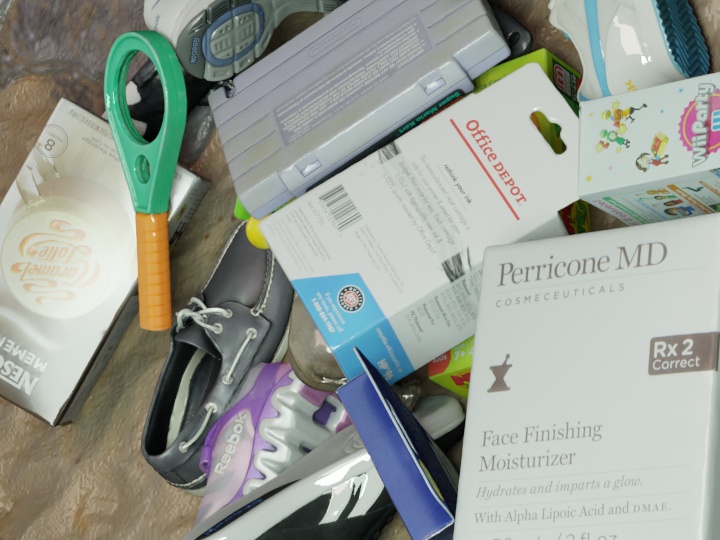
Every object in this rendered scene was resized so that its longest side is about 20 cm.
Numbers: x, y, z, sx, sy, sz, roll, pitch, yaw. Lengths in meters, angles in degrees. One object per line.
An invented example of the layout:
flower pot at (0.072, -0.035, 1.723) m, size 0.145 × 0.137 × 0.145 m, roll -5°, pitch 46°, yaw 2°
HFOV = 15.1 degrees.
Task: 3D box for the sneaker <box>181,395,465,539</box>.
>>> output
sneaker at (-0.006, 0.169, 1.704) m, size 0.199 × 0.112 × 0.073 m, roll -29°, pitch 13°, yaw -11°

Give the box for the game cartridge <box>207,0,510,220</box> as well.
game cartridge at (-0.002, -0.124, 1.765) m, size 0.199 × 0.038 × 0.130 m, roll -33°, pitch 42°, yaw 11°

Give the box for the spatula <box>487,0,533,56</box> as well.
spatula at (0.069, -0.180, 1.802) m, size 0.057 × 0.020 × 0.200 m, roll -53°, pitch 30°, yaw 8°

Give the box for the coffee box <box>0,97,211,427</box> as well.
coffee box at (-0.204, -0.005, 1.891) m, size 0.114 × 0.080 × 0.201 m, roll 29°, pitch 91°, yaw 3°

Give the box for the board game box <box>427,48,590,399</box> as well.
board game box at (0.092, -0.030, 1.719) m, size 0.101 × 0.048 × 0.201 m, roll -19°, pitch 60°, yaw 32°

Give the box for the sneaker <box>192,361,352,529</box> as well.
sneaker at (-0.074, 0.143, 1.763) m, size 0.088 × 0.080 × 0.201 m, roll 17°, pitch 77°, yaw 48°

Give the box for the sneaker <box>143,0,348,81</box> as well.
sneaker at (-0.062, -0.206, 1.849) m, size 0.199 × 0.075 × 0.087 m, roll -29°, pitch 42°, yaw -27°

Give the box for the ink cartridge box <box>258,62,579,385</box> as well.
ink cartridge box at (0.053, -0.025, 1.647) m, size 0.199 × 0.068 × 0.116 m, roll -31°, pitch 53°, yaw -1°

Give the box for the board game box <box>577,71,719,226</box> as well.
board game box at (0.244, -0.063, 1.545) m, size 0.199 × 0.147 × 0.065 m, roll -12°, pitch 65°, yaw 34°

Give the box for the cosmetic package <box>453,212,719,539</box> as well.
cosmetic package at (0.168, 0.095, 1.525) m, size 0.164 × 0.165 × 0.201 m, roll -8°, pitch 66°, yaw 35°

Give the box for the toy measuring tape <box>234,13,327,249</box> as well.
toy measuring tape at (-0.025, -0.094, 1.842) m, size 0.073 × 0.074 × 0.201 m, roll -2°, pitch 52°, yaw 38°

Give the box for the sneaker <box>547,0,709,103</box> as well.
sneaker at (0.155, -0.190, 1.721) m, size 0.081 × 0.076 × 0.201 m, roll -29°, pitch 53°, yaw 28°

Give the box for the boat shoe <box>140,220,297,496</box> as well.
boat shoe at (-0.095, 0.049, 1.824) m, size 0.072 × 0.063 × 0.201 m, roll 9°, pitch 77°, yaw 41°

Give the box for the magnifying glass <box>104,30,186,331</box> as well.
magnifying glass at (-0.143, -0.060, 1.820) m, size 0.079 × 0.022 × 0.202 m, roll 10°, pitch 107°, yaw 52°

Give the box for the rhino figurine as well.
rhino figurine at (0.000, 0.000, 1.743) m, size 0.060 × 0.087 × 0.201 m, roll 130°, pitch 154°, yaw -49°

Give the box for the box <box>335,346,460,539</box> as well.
box at (0.044, 0.135, 1.583) m, size 0.032 × 0.200 × 0.121 m, roll -32°, pitch 52°, yaw 4°

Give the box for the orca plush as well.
orca plush at (-0.098, -0.153, 1.935) m, size 0.200 × 0.071 × 0.105 m, roll -47°, pitch 4°, yaw -1°
